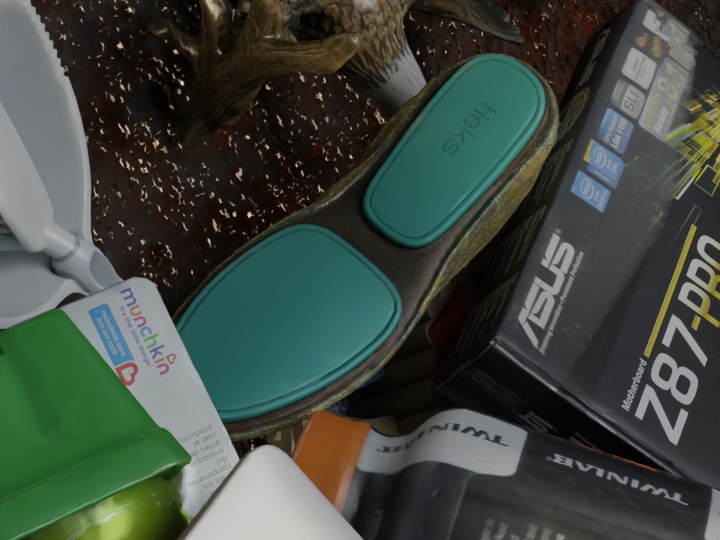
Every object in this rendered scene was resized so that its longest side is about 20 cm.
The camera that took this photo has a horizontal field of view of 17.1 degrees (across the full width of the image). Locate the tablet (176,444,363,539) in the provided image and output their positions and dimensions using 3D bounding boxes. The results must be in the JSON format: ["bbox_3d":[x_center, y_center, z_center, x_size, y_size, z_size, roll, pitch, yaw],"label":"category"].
[{"bbox_3d":[-0.002,0.163,0.702,0.200,0.014,0.130,49,62,-20],"label":"tablet"}]

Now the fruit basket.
[{"bbox_3d":[-0.101,0.124,0.707,0.184,0.094,0.201,-25,90,-22],"label":"fruit basket"}]

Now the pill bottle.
[{"bbox_3d":[0.065,0.111,0.820,0.199,0.107,0.107,18,48,5],"label":"pill bottle"}]

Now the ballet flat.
[{"bbox_3d":[0.000,0.000,0.886,0.200,0.071,0.071,-45,111,-21],"label":"ballet flat"}]

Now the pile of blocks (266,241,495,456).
[{"bbox_3d":[0.016,0.045,0.919,0.082,0.062,0.201,25,56,-39],"label":"pile of blocks"}]

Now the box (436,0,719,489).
[{"bbox_3d":[0.133,0.010,0.947,0.161,0.049,0.201,35,52,-10],"label":"box"}]

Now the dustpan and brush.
[{"bbox_3d":[-0.116,-0.019,0.812,0.200,0.057,0.140,64,31,-48],"label":"dustpan and brush"}]

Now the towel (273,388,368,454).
[{"bbox_3d":[0.039,0.092,0.989,0.200,0.024,0.145,40,48,-30],"label":"towel"}]

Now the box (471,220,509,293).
[{"bbox_3d":[0.103,-0.011,1.059,0.200,0.064,0.071,10,65,-55],"label":"box"}]

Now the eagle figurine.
[{"bbox_3d":[0.007,-0.120,0.954,0.200,0.151,0.152,-40,142,-35],"label":"eagle figurine"}]
